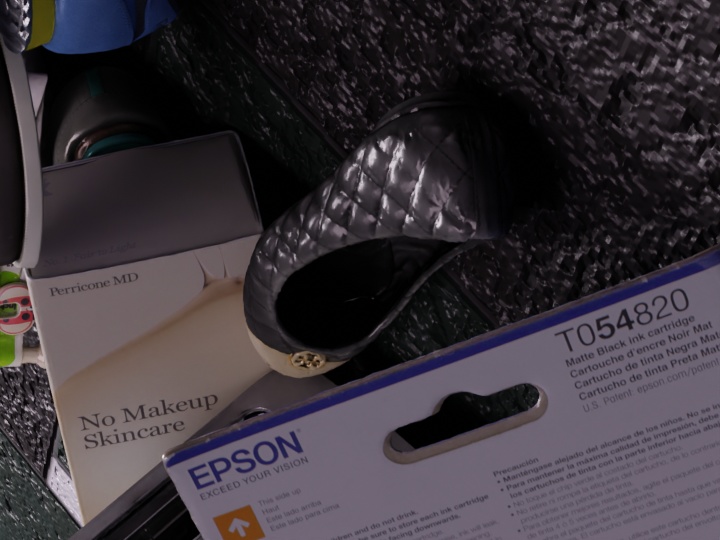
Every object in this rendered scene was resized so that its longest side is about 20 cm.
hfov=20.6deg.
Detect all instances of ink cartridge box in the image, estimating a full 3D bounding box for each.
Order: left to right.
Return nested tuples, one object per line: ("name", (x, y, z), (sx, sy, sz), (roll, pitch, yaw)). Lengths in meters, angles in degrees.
("ink cartridge box", (0.060, 0.104, 0.669), (0.041, 0.198, 0.202), (-89, -22, -67))

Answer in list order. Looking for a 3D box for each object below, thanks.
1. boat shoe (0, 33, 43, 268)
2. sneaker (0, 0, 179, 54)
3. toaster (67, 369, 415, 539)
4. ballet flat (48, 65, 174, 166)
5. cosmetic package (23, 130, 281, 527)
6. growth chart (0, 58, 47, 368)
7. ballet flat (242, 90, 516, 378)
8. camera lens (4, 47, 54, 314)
("boat shoe", (-0.167, -0.096, 0.763), (0.072, 0.060, 0.203), (8, 109, 64))
("sneaker", (-0.091, -0.171, 0.692), (0.066, 0.078, 0.202), (50, 144, 48))
("toaster", (-0.017, 0.158, 0.819), (0.181, 0.200, 0.119), (42, 166, 40))
("ballet flat", (-0.104, -0.008, 0.931), (0.064, 0.067, 0.201), (-117, 17, -47))
("cosmetic package", (-0.087, 0.045, 0.885), (0.073, 0.102, 0.201), (-109, 9, -46))
("growth chart", (-0.198, -0.033, 0.849), (0.018, 0.143, 0.202), (-118, 28, -50))
("ballet flat", (0.000, 0.000, 0.752), (0.200, 0.066, 0.057), (129, 140, -57))
("camera lens", (-0.224, -0.080, 0.919), (0.159, 0.159, 0.201), (30, 143, 37))
